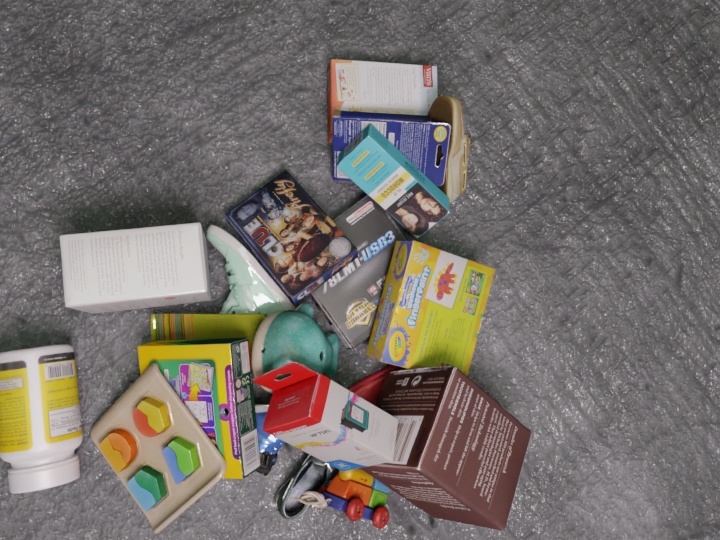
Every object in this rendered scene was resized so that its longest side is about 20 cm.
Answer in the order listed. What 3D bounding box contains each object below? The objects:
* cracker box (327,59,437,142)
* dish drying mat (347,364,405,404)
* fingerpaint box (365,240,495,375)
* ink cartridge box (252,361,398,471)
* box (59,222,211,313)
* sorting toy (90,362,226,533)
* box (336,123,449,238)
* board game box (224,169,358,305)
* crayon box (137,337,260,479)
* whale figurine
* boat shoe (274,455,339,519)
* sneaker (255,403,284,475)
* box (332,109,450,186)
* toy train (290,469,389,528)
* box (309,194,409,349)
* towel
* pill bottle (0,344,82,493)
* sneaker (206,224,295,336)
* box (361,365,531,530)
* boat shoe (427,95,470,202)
[{"bbox_3d":[0.040,-0.301,1.117,0.197,0.058,0.136,1,85,-10],"label":"cracker box"},{"bbox_3d":[0.067,0.202,1.082,0.198,0.018,0.077,-26,90,-13],"label":"dish drying mat"},{"bbox_3d":[0.118,0.069,1.039,0.165,0.073,0.202,16,86,-21],"label":"fingerpaint box"},{"bbox_3d":[-0.056,0.213,0.883,0.199,0.116,0.068,35,48,-27],"label":"ink cartridge box"},{"bbox_3d":[-0.338,-0.001,0.958,0.197,0.152,0.108,-6,84,-12],"label":"box"},{"bbox_3d":[-0.313,0.270,0.925,0.185,0.036,0.201,-42,78,21],"label":"sorting toy"},{"bbox_3d":[0.058,-0.150,1.058,0.199,0.049,0.082,39,121,-22],"label":"box"},{"bbox_3d":[-0.117,-0.059,1.032,0.135,0.035,0.200,-38,69,-12],"label":"board game box"},{"bbox_3d":[-0.248,0.209,0.946,0.171,0.058,0.203,-4,92,22],"label":"crayon box"},{"bbox_3d":[-0.081,0.133,0.978,0.103,0.199,0.161,0,80,32],"label":"whale figurine"},{"bbox_3d":[-0.060,0.328,1.017,0.200,0.062,0.073,-45,93,-10],"label":"boat shoe"},{"bbox_3d":[-0.131,0.272,1.003,0.197,0.077,0.113,-1,77,-7],"label":"sneaker"},{"bbox_3d":[0.051,-0.209,1.065,0.197,0.033,0.122,5,127,3],"label":"box"},{"bbox_3d":[-0.021,0.326,0.978,0.200,0.084,0.117,38,65,-43],"label":"toy train"},{"bbox_3d":[0.000,0.000,1.079,0.199,0.050,0.199,-36,92,-14],"label":"box"},{"bbox_3d":[-0.244,0.112,0.988,0.197,0.018,0.087,-1,98,11],"label":"towel"},{"bbox_3d":[-0.482,0.218,0.924,0.113,0.114,0.203,-7,84,-12],"label":"pill bottle"},{"bbox_3d":[-0.215,0.026,1.020,0.118,0.074,0.201,-41,91,-10],"label":"sneaker"},{"bbox_3d":[0.128,0.275,0.965,0.200,0.165,0.165,40,58,-24],"label":"box"},{"bbox_3d":[0.158,-0.215,1.090,0.066,0.074,0.202,-25,133,-29],"label":"boat shoe"}]
